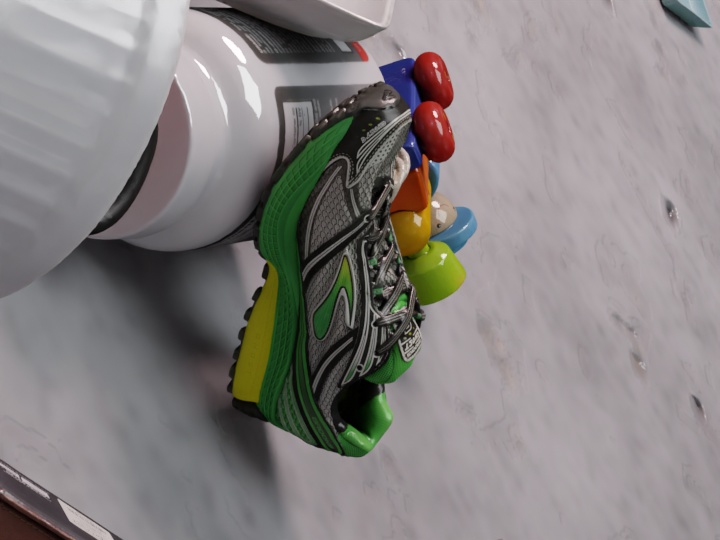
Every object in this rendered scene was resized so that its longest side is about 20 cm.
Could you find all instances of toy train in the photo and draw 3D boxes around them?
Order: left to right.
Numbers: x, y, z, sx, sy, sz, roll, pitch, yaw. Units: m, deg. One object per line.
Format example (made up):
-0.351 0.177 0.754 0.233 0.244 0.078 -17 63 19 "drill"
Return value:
0.023 -0.029 1.470 0.200 0.085 0.116 -88 157 -63 "toy train"

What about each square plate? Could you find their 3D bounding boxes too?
-0.076 -0.166 1.347 0.200 0.028 0.198 22 16 -2 "square plate"

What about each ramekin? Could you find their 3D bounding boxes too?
-0.166 -0.095 1.048 0.098 0.200 0.201 23 45 -40 "ramekin"

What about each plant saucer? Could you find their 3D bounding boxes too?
0.248 -0.295 2.266 0.070 0.019 0.200 25 43 -53 "plant saucer"

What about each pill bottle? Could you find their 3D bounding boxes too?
-0.074 -0.069 1.292 0.200 0.116 0.116 -10 74 -64 "pill bottle"

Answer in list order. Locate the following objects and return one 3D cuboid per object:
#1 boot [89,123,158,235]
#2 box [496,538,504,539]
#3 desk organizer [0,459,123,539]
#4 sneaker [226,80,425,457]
-0.119 -0.107 1.126 0.072 0.144 0.200 14 77 -32 "boot"
0.060 0.240 1.329 0.158 0.048 0.200 62 24 -3 "box"
-0.090 0.161 1.076 0.200 0.077 0.072 36 -1 -19 "desk organizer"
0.000 0.000 1.269 0.085 0.200 0.078 28 40 22 "sneaker"
